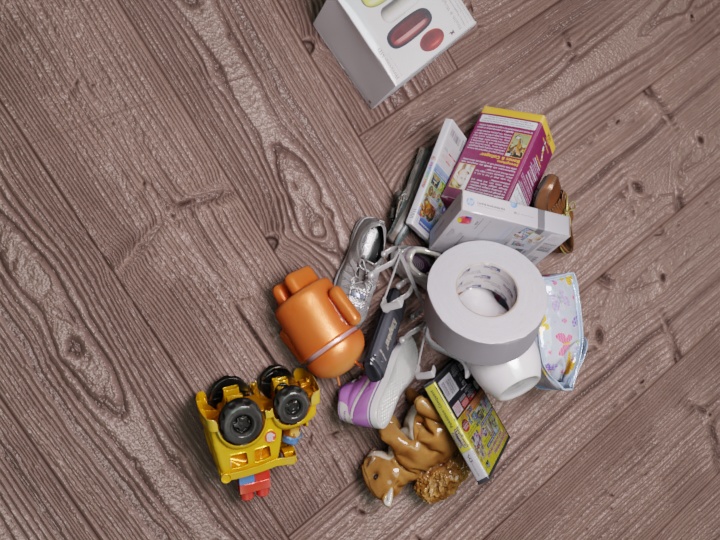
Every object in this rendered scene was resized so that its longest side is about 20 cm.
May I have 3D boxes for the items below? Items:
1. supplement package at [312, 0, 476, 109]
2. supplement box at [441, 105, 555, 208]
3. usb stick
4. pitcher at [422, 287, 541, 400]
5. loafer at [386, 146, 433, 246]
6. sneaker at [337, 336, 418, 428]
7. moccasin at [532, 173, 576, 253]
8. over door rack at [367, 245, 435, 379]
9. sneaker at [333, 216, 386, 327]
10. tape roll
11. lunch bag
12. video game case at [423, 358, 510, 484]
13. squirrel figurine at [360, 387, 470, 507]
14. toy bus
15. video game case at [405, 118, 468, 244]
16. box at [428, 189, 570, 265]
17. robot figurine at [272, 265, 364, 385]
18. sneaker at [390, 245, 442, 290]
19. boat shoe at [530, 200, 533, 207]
[{"bbox_3d":[0.057,-0.439,1.244,0.199,0.147,0.193,-40,99,-15],"label":"supplement package"},{"bbox_3d":[0.254,-0.180,1.280,0.203,0.129,0.103,-62,145,-12],"label":"supplement box"},{"bbox_3d":[0.043,0.107,1.218,0.032,0.202,0.056,-9,123,24],"label":"usb stick"},{"bbox_3d":[0.208,0.130,1.220,0.170,0.121,0.203,-35,59,16],"label":"pitcher"},{"bbox_3d":[0.092,-0.139,1.293,0.062,0.072,0.203,29,72,6],"label":"loafer"},{"bbox_3d":[0.024,0.190,1.250,0.201,0.112,0.074,-52,127,-43],"label":"sneaker"},{"bbox_3d":[0.365,-0.099,1.304,0.074,0.077,0.204,-50,142,-24],"label":"moccasin"},{"bbox_3d":[0.066,0.068,1.161,0.065,0.201,0.150,-21,114,14],"label":"over door rack"},{"bbox_3d":[0.000,0.000,1.244,0.073,0.082,0.206,11,85,-15],"label":"sneaker"},{"bbox_3d":[0.202,0.050,1.148,0.194,0.067,0.204,1,52,-1],"label":"tape roll"},{"bbox_3d":[0.324,0.113,1.291,0.124,0.169,0.206,-6,88,-20],"label":"lunch bag"},{"bbox_3d":[0.191,0.250,1.230,0.025,0.199,0.184,-32,85,22],"label":"video game case"},{"bbox_3d":[0.103,0.338,1.238,0.199,0.141,0.188,40,85,-9],"label":"squirrel figurine"},{"bbox_3d":[-0.161,0.275,1.170,0.195,0.135,0.198,-12,104,-19],"label":"toy bus"},{"bbox_3d":[0.153,-0.151,1.284,0.143,0.018,0.205,34,75,-54],"label":"video game case"},{"bbox_3d":[0.234,-0.063,1.205,0.194,0.156,0.042,11,65,-12],"label":"box"},{"bbox_3d":[-0.069,0.096,1.195,0.142,0.117,0.203,-33,84,0],"label":"robot figurine"},{"bbox_3d":[0.148,0.017,1.279,0.196,0.099,0.077,26,79,-15],"label":"sneaker"},{"bbox_3d":[0.262,-0.083,1.328,0.199,0.074,0.076,-42,99,-14],"label":"boat shoe"}]
